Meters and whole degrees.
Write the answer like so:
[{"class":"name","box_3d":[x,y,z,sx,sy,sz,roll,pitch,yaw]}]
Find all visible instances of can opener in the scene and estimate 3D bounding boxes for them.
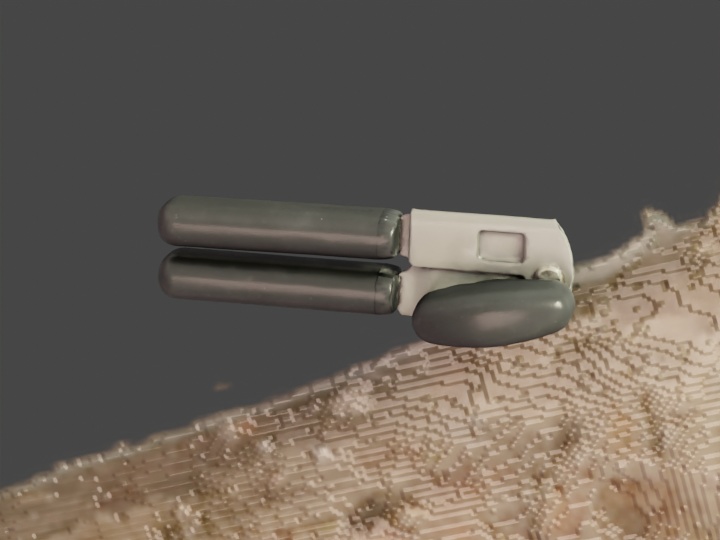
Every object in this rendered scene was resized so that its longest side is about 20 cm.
[{"class":"can opener","box_3d":[0.000,0.000,0.972,0.199,0.067,0.054,4,108,9]}]
